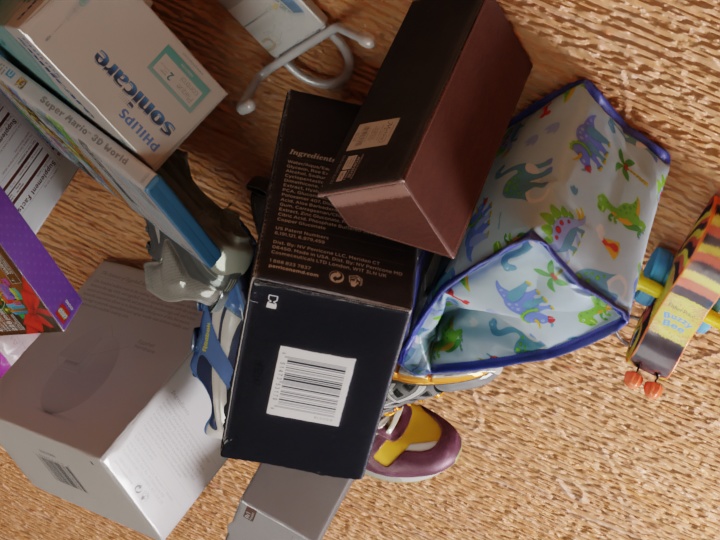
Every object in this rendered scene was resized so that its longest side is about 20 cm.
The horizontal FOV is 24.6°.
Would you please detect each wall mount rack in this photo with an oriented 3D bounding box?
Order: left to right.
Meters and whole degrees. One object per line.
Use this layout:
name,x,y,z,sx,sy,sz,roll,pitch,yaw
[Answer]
wall mount rack,-0.072,-0.198,1.217,0.200,0.075,0.173,44,140,-21

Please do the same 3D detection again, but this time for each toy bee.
toy bee,0.245,0.043,1.273,0.129,0.109,0.201,12,140,17

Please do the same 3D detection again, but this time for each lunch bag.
lunch bag,0.113,-0.022,1.227,0.127,0.171,0.199,38,141,-17

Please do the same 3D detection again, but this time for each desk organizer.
desk organizer,0.051,-0.102,1.151,0.071,0.201,0.077,-8,133,36

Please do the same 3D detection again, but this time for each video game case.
video game case,-0.201,-0.087,1.278,0.199,0.018,0.143,36,170,26

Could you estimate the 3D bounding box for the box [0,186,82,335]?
box,-0.335,-0.028,1.359,0.135,0.039,0.201,-4,132,34

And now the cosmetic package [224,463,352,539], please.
cosmetic package,-0.045,0.181,1.532,0.089,0.201,0.107,26,144,2

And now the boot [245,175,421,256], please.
boot,0.000,0.000,1.418,0.172,0.069,0.202,2,129,34

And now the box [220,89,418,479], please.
box,-0.026,0.011,1.229,0.116,0.202,0.198,10,136,-4

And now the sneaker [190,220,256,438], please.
sneaker,-0.113,0.051,1.407,0.081,0.203,0.074,-13,173,22

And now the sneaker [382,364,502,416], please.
sneaker,0.026,0.082,1.358,0.197,0.079,0.078,-3,132,23

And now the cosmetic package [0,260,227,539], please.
cosmetic package,-0.210,0.114,1.526,0.198,0.201,0.124,13,145,42

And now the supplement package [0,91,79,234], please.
supplement package,-0.367,-0.128,1.418,0.190,0.148,0.200,-13,127,40

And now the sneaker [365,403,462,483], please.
sneaker,-0.006,0.122,1.448,0.197,0.075,0.091,14,143,10

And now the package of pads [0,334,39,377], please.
package of pads,-0.395,0.056,1.706,0.119,0.076,0.201,-2,134,34

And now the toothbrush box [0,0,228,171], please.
toothbrush box,-0.206,-0.163,1.261,0.147,0.085,0.200,47,170,-23

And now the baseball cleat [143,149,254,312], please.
baseball cleat,-0.167,-0.044,1.376,0.200,0.069,0.107,48,116,37
